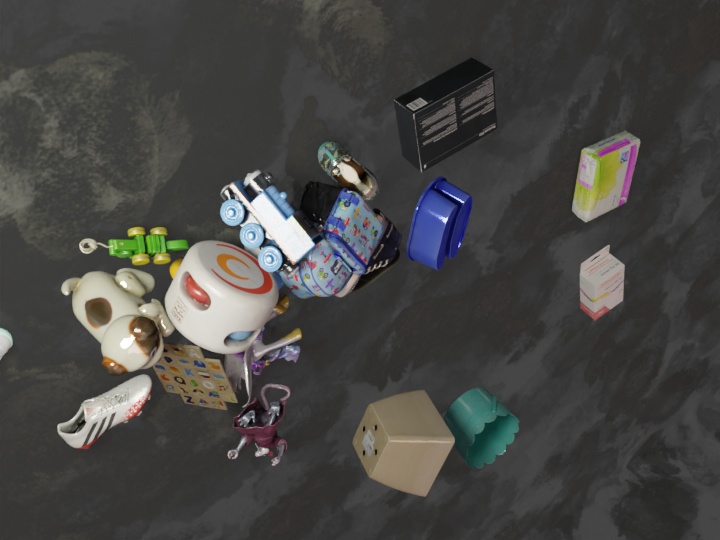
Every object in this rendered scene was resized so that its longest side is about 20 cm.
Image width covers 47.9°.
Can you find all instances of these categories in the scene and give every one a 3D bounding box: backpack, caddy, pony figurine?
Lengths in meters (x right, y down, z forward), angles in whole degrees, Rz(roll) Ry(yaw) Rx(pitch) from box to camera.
[{"bbox_3d":[-0.064,-0.042,1.558,0.202,0.133,0.183,-62,144,-20],"label":"backpack"},{"bbox_3d":[0.162,-0.103,1.765,0.141,0.104,0.203,-33,143,-47],"label":"caddy"},{"bbox_3d":[-0.220,0.157,1.652,0.197,0.166,0.197,-14,99,-25],"label":"pony figurine"}]

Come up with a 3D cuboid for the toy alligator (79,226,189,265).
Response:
[{"bbox_3d":[-0.395,-0.038,1.402,0.197,0.061,0.054,-3,166,-38],"label":"toy alligator"}]

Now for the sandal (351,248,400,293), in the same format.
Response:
[{"bbox_3d":[0.001,0.001,1.742,0.199,0.081,0.057,-24,169,-30],"label":"sandal"}]

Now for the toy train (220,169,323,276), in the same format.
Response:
[{"bbox_3d":[-0.162,-0.088,1.450,0.114,0.201,0.087,-39,-179,13],"label":"toy train"}]

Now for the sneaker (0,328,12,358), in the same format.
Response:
[{"bbox_3d":[-0.646,0.186,1.309,0.198,0.140,0.078,-31,138,-13],"label":"sneaker"}]

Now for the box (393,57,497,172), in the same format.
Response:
[{"bbox_3d":[0.173,-0.311,1.619,0.198,0.079,0.143,-30,134,-16],"label":"box"}]

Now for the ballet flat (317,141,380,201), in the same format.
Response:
[{"bbox_3d":[-0.012,-0.176,1.586,0.075,0.074,0.199,-49,139,7],"label":"ballet flat"}]

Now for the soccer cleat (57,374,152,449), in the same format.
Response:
[{"bbox_3d":[-0.491,0.267,1.563,0.199,0.069,0.085,-37,143,-2],"label":"soccer cleat"}]

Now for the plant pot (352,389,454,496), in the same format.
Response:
[{"bbox_3d":[0.096,0.442,2.103,0.174,0.201,0.203,9,118,-31],"label":"plant pot"}]

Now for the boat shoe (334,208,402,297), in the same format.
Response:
[{"bbox_3d":[0.019,-0.020,1.685,0.092,0.074,0.203,35,76,-32],"label":"boat shoe"}]

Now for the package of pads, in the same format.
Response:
[{"bbox_3d":[0.617,-0.235,2.052,0.152,0.068,0.203,-24,135,-22],"label":"package of pads"}]

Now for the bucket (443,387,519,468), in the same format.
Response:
[{"bbox_3d":[0.344,0.450,2.342,0.204,0.135,0.210,-22,135,-23],"label":"bucket"}]

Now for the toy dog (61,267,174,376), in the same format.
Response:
[{"bbox_3d":[-0.402,0.087,1.383,0.139,0.200,0.194,-43,140,-1],"label":"toy dog"}]

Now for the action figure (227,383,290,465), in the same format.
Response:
[{"bbox_3d":[-0.228,0.362,1.858,0.202,0.131,0.151,87,17,-55],"label":"action figure"}]

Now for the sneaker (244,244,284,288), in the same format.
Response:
[{"bbox_3d":[-0.181,-0.020,1.587,0.104,0.076,0.202,-7,132,-54],"label":"sneaker"}]

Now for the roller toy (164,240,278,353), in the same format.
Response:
[{"bbox_3d":[-0.252,0.050,1.450,0.197,0.183,0.141,27,113,-16],"label":"roller toy"}]

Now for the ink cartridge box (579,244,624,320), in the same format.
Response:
[{"bbox_3d":[0.697,0.035,2.340,0.115,0.068,0.202,-33,138,-13],"label":"ink cartridge box"}]

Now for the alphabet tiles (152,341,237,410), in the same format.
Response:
[{"bbox_3d":[-0.332,0.209,1.598,0.202,0.163,0.006,78,25,-45],"label":"alphabet tiles"}]
